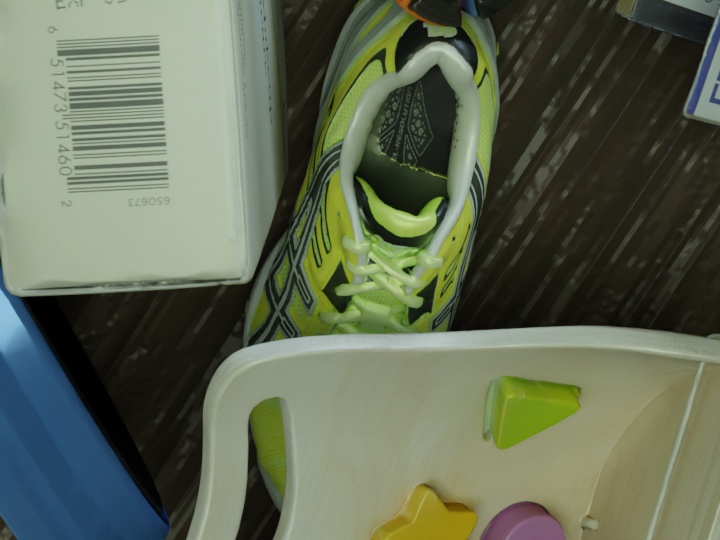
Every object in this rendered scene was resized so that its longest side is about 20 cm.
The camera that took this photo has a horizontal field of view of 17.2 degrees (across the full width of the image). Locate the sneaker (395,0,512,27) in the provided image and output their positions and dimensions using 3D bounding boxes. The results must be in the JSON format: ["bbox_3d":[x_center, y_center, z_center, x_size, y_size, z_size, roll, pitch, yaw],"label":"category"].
[{"bbox_3d":[0.065,-0.170,0.779,0.200,0.078,0.075,-41,131,-7],"label":"sneaker"}]

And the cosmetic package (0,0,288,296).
[{"bbox_3d":[-0.064,-0.061,0.740,0.073,0.200,0.104,-3,102,3],"label":"cosmetic package"}]

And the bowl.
[{"bbox_3d":[-0.122,0.010,0.757,0.039,0.201,0.201,-30,98,-5],"label":"bowl"}]

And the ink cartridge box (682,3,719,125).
[{"bbox_3d":[0.214,-0.122,0.772,0.199,0.043,0.197,14,102,-19],"label":"ink cartridge box"}]

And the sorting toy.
[{"bbox_3d":[0.024,0.094,0.783,0.180,0.107,0.201,11,101,-25],"label":"sorting toy"}]

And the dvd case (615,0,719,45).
[{"bbox_3d":[0.181,-0.157,0.781,0.148,0.016,0.201,15,101,-23],"label":"dvd case"}]

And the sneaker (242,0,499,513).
[{"bbox_3d":[0.000,0.000,0.812,0.075,0.076,0.201,9,102,-2],"label":"sneaker"}]
